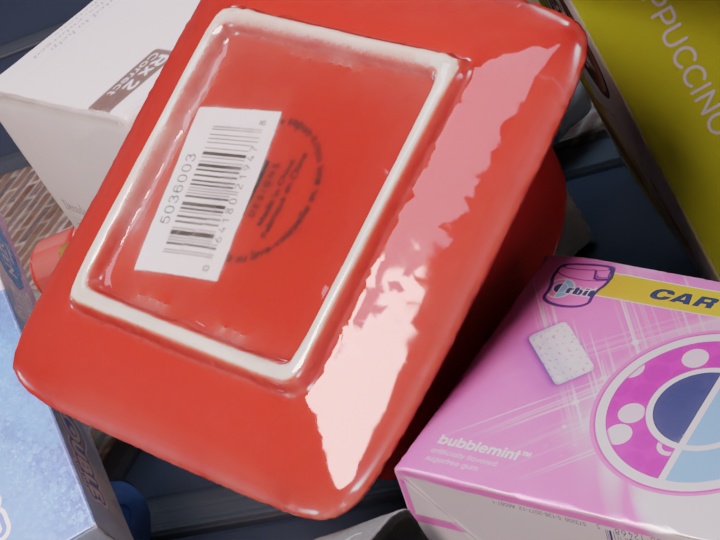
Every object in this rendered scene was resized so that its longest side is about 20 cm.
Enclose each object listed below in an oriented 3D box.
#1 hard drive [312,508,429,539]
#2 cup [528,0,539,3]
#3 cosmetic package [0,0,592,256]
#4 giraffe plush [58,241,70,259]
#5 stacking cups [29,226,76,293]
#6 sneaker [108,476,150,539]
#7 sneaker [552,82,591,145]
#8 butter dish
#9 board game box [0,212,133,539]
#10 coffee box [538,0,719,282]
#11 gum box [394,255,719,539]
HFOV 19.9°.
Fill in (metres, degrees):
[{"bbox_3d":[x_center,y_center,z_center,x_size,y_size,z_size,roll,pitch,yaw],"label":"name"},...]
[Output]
[{"bbox_3d":[-0.077,0.152,0.687,0.199,0.033,0.140,-25,13,43],"label":"hard drive"},{"bbox_3d":[0.134,-0.256,1.192,0.199,0.144,0.201,-26,27,14],"label":"cup"},{"bbox_3d":[-0.034,-0.049,0.952,0.165,0.201,0.165,-42,27,-20],"label":"cosmetic package"},{"bbox_3d":[-0.199,0.078,0.971,0.198,0.174,0.162,1,21,-3],"label":"giraffe plush"},{"bbox_3d":[-0.108,-0.026,1.161,0.199,0.061,0.061,-18,29,30],"label":"stacking cups"},{"bbox_3d":[-0.122,0.167,0.843,0.078,0.066,0.201,-1,39,30],"label":"sneaker"},{"bbox_3d":[0.051,-0.090,1.101,0.087,0.075,0.200,-28,30,-18],"label":"sneaker"},{"bbox_3d":[0.000,0.000,0.787,0.199,0.148,0.201,18,77,41],"label":"butter dish"},{"bbox_3d":[-0.214,0.086,0.857,0.198,0.043,0.201,-32,54,4],"label":"board game box"},{"bbox_3d":[0.179,-0.133,0.855,0.199,0.200,0.198,-30,26,6],"label":"coffee box"},{"bbox_3d":[0.127,0.067,0.664,0.199,0.066,0.114,10,45,34],"label":"gum box"}]
